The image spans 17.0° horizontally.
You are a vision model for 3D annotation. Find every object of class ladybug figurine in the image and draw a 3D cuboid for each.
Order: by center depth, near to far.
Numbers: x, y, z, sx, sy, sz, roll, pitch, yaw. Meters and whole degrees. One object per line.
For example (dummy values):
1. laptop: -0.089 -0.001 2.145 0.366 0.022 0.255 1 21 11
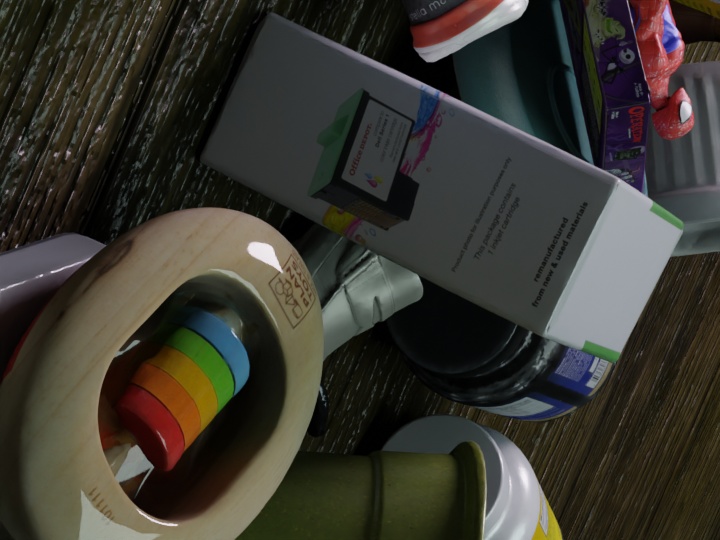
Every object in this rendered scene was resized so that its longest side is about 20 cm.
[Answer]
1. ladybug figurine: -0.090 0.052 1.028 0.200 0.072 0.136 -45 115 -40

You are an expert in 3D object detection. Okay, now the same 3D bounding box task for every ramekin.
1. ramekin: 0.217 -0.071 1.576 0.200 0.200 0.105 8 75 -68

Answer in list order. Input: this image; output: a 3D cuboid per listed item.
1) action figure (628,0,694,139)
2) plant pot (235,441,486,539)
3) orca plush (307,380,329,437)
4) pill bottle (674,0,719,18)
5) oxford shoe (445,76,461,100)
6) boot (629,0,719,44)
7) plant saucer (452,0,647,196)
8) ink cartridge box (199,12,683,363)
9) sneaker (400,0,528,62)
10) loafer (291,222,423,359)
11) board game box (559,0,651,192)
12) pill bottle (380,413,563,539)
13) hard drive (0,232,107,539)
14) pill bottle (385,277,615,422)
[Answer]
1. action figure: 0.159 -0.172 1.346 0.065 0.052 0.200 134 -51 -83
2. plant pot: -0.060 0.156 1.115 0.200 0.190 0.200 -166 -90 -85
3. orca plush: -0.067 0.071 1.216 0.071 0.105 0.200 -100 177 -57
4. pill bottle: 0.236 -0.207 1.463 0.113 0.200 0.113 -50 153 -36
5. oxford shoe: 0.084 -0.093 1.437 0.071 0.071 0.200 -46 168 27
6. boot: 0.278 -0.173 1.594 0.188 0.200 0.069 -5 103 -64
7. plant saucer: 0.115 -0.084 1.367 0.200 0.027 0.200 40 39 -43
8. ink cartridge box: 0.042 -0.039 1.182 0.084 0.200 0.145 -63 159 3
9. sneaker: 0.054 -0.172 1.242 0.077 0.082 0.200 -28 -169 14
10. loafer: 0.000 0.000 1.295 0.200 0.070 0.070 -58 166 -18
11. board game box: 0.126 -0.152 1.323 0.120 0.032 0.200 90 -9 -67
12. pill bottle: 0.068 0.167 1.583 0.113 0.112 0.200 -60 158 -14
13. hard drive: -0.174 0.089 1.041 0.132 0.027 0.200 -24 134 -61
14. pill bottle: 0.086 0.031 1.482 0.112 0.112 0.200 -66 159 0
